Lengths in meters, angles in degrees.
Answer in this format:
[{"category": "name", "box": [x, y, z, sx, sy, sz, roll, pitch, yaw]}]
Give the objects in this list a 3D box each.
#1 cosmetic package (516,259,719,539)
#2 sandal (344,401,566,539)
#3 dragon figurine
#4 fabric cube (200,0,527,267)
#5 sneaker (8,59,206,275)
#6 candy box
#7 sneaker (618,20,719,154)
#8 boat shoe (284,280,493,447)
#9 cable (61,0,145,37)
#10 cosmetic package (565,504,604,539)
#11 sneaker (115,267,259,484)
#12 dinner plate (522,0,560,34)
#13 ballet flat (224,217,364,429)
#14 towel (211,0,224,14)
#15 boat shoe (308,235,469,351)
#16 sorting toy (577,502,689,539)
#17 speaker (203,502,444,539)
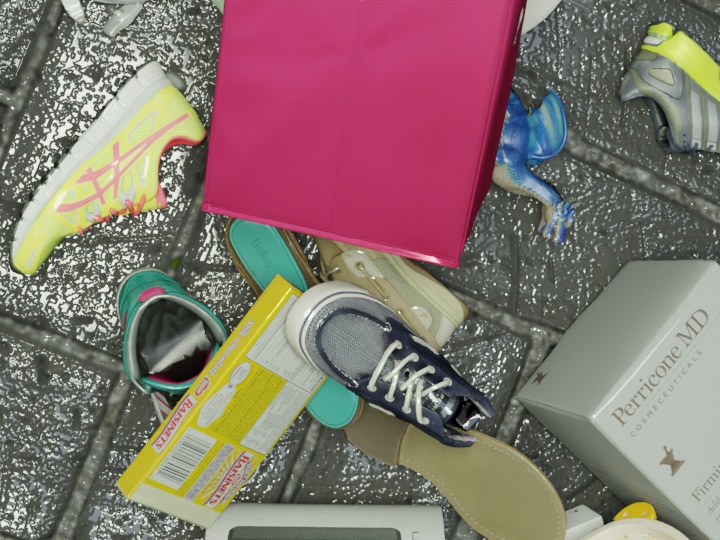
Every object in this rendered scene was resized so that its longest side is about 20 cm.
[{"category": "cosmetic package", "box": [0.275, 0.118, 1.053, 0.200, 0.166, 0.168, 43, 82, -11]}, {"category": "sandal", "box": [0.088, 0.162, 1.075, 0.210, 0.070, 0.078, 29, 103, 10]}, {"category": "dragon figurine", "box": [0.138, -0.121, 1.065, 0.098, 0.059, 0.203, 0, 83, -12]}, {"category": "fabric cube", "box": [0.012, -0.145, 0.918, 0.198, 0.196, 0.201, 12, 112, 8]}, {"category": "sneaker", "box": [-0.199, -0.067, 0.994, 0.090, 0.078, 0.200, 41, 85, -13]}, {"category": "candy box", "box": [-0.091, 0.104, 0.958, 0.201, 0.026, 0.102, -52, 142, 2]}, {"category": "sneaker", "box": [0.309, -0.127, 1.105, 0.200, 0.074, 0.081, 40, 95, -5]}, {"category": "boat shoe", "box": [0.030, 0.075, 0.957, 0.199, 0.092, 0.075, 30, 93, -50]}, {"category": "cable", "box": [-0.191, -0.315, 0.984, 0.199, 0.069, 0.201, -38, 100, -7]}, {"category": "cosmetic package", "box": [0.138, 0.315, 1.100, 0.198, 0.052, 0.152, -20, 95, -10]}, {"category": "sneaker", "box": [-0.132, 0.092, 0.994, 0.083, 0.121, 0.201, -29, 99, -8]}, {"category": "dinner plate", "box": [0.087, -0.285, 1.039, 0.198, 0.024, 0.203, 0, 81, 0]}, {"category": "ballet flat", "box": [-0.051, 0.033, 1.032, 0.067, 0.072, 0.201, -28, 98, 7]}, {"category": "towel", "box": [-0.010, -0.198, 1.024, 0.152, 0.023, 0.200, -37, 101, 18]}, {"category": "boat shoe", "box": [0.000, 0.000, 1.043, 0.199, 0.072, 0.065, 39, 84, -17]}, {"category": "sorting toy", "box": [0.237, 0.306, 1.043, 0.199, 0.107, 0.180, -34, 117, 20]}, {"category": "speaker", "box": [-0.028, 0.233, 1.030, 0.197, 0.081, 0.082, 2, 93, -2]}]
